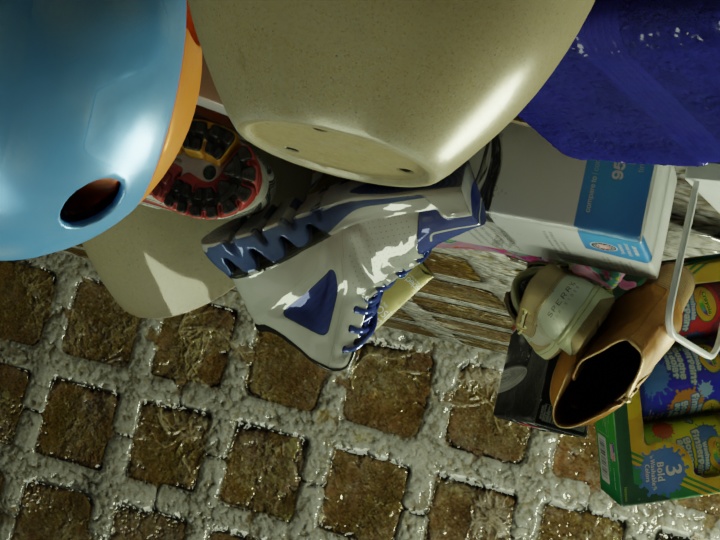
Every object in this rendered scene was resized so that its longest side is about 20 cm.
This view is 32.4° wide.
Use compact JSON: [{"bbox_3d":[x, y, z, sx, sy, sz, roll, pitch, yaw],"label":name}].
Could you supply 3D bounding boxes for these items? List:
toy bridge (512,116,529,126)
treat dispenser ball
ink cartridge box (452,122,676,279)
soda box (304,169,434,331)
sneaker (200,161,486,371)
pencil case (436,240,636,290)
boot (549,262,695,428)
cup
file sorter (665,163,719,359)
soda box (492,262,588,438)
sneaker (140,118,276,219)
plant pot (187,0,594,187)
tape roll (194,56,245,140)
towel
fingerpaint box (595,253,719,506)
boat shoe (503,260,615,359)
[{"bbox_3d":[0.073,-0.121,0.782,0.198,0.028,0.067,18,172,-20],"label":"toy bridge"},{"bbox_3d":[-0.177,-0.107,0.608,0.198,0.204,0.201,14,173,2],"label":"treat dispenser ball"},{"bbox_3d":[0.121,-0.062,0.903,0.197,0.086,0.144,11,173,19],"label":"ink cartridge box"},{"bbox_3d":[-0.017,-0.042,0.980,0.064,0.068,0.201,42,-170,-37],"label":"soda box"},{"bbox_3d":[-0.001,0.000,0.845,0.197,0.116,0.081,-15,-161,20],"label":"sneaker"},{"bbox_3d":[0.138,-0.042,1.027,0.197,0.089,0.087,13,173,12],"label":"pencil case"},{"bbox_3d":[0.179,0.085,0.969,0.071,0.144,0.202,40,133,10],"label":"boot"},{"bbox_3d":[-0.156,-0.086,0.968,0.199,0.202,0.144,7,145,43],"label":"cup"},{"bbox_3d":[0.337,0.010,0.882,0.198,0.126,0.138,8,172,34],"label":"file sorter"},{"bbox_3d":[0.186,0.047,1.148,0.063,0.203,0.070,18,172,-28],"label":"soda box"},{"bbox_3d":[-0.148,-0.075,0.852,0.198,0.079,0.082,21,-178,19],"label":"sneaker"},{"bbox_3d":[0.005,-0.115,0.538,0.197,0.136,0.200,14,173,2],"label":"plant pot"},{"bbox_3d":[-0.067,-0.121,0.778,0.198,0.067,0.200,20,179,0],"label":"tape roll"},{"bbox_3d":[0.158,-0.107,0.660,0.147,0.050,0.199,33,163,-37],"label":"towel"},{"bbox_3d":[0.290,0.092,1.090,0.164,0.203,0.073,-6,-176,-5],"label":"fingerpaint box"},{"bbox_3d":[0.150,0.024,0.978,0.066,0.074,0.200,38,175,3],"label":"boat shoe"}]
